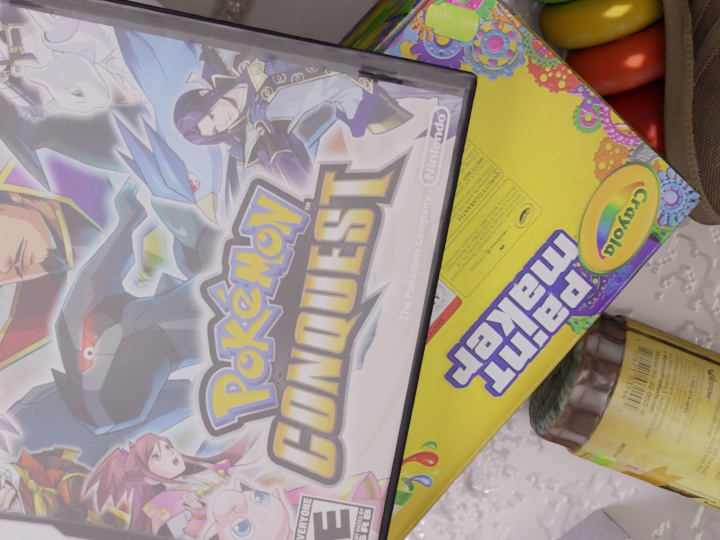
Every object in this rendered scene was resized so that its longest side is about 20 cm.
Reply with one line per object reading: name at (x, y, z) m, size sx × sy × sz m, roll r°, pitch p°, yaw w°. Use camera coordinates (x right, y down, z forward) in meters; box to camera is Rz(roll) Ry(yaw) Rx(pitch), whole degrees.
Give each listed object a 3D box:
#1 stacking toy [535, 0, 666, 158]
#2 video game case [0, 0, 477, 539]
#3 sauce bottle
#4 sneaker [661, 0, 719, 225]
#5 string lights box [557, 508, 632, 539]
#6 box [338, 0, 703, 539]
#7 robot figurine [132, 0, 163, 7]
stacking toy at (0.099, -0.126, 0.824) m, size 0.085 × 0.085 × 0.202 m, roll -22°, pitch 106°, yaw -4°
video game case at (-0.068, 0.017, 0.644) m, size 0.179 × 0.026 × 0.202 m, roll 11°, pitch 95°, yaw -7°
sauce bottle at (0.172, 0.077, 0.855) m, size 0.198 × 0.065 × 0.065 m, roll 22°, pitch 93°, yaw -7°
sneaker at (0.158, -0.120, 0.779) m, size 0.075 × 0.070 × 0.202 m, roll -3°, pitch 97°, yaw 34°
string lights box at (0.127, 0.219, 0.868) m, size 0.102 × 0.059 × 0.201 m, roll -36°, pitch 99°, yaw -2°
box at (0.000, 0.000, 0.760) m, size 0.122 × 0.193 × 0.200 m, roll 42°, pitch 91°, yaw -9°
robot figurine at (-0.139, -0.024, 0.754) m, size 0.150 × 0.125 × 0.201 m, roll 35°, pitch 82°, yaw 7°
